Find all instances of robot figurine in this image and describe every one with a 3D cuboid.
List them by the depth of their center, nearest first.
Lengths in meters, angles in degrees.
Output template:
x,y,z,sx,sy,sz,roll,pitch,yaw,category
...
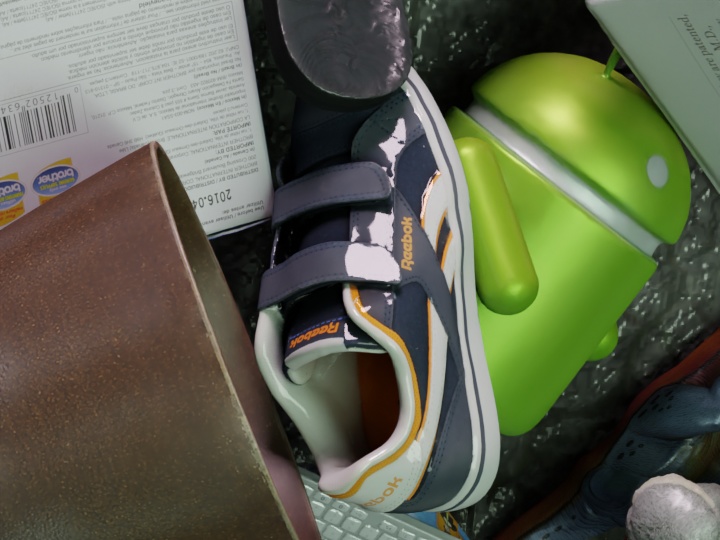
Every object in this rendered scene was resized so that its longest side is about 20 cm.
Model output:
x,y,z,sx,sy,sz,roll,pitch,yaw,category
0.064,-0.009,1.242,0.200,0.116,0.175,-52,157,4,robot figurine

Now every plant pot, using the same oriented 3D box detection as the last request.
x,y,z,sx,sy,sz,roll,pitch,yaw,category
-0.135,0.075,1.082,0.199,0.187,0.188,-22,114,1,plant pot

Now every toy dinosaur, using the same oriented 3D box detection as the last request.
x,y,z,sx,sy,sz,roll,pitch,yaw,category
0.137,0.102,1.358,0.181,0.201,0.105,-16,139,9,toy dinosaur

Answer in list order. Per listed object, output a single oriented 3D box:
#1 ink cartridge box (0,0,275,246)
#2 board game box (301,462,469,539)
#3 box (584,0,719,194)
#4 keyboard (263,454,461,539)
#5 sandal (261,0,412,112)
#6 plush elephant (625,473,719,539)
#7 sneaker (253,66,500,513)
x,y,z,sx,sy,sz,roll,pitch,yaw,category
-0.117,-0.075,1.164,0.136,0.076,0.201,-16,109,-21,ink cartridge box
0.001,0.176,1.268,0.151,0.037,0.200,-24,119,23,board game box
0.218,-0.140,1.222,0.200,0.130,0.200,48,54,-43,box
0.033,0.137,1.207,0.199,0.011,0.056,26,123,-12,keyboard
-0.018,-0.164,1.153,0.075,0.048,0.201,-9,73,-29,sandal
0.227,0.128,1.237,0.155,0.165,0.200,-45,161,-6,plush elephant
0.000,0.000,1.148,0.079,0.078,0.201,0,71,-46,sneaker
